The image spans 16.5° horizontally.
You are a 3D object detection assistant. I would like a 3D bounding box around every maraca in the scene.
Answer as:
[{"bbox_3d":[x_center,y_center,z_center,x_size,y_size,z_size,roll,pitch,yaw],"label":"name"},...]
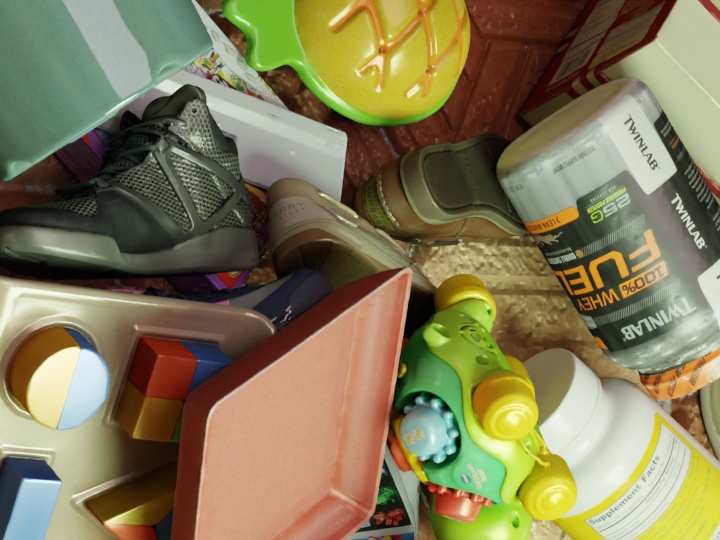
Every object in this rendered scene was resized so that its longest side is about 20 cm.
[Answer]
[{"bbox_3d":[-0.008,-0.170,1.657,0.199,0.107,0.138,16,72,-36],"label":"maraca"}]

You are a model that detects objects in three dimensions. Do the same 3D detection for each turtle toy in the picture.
[{"bbox_3d":[0.072,0.110,1.610,0.146,0.101,0.201,-110,175,-54],"label":"turtle toy"}]

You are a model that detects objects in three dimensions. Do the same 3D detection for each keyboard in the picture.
[{"bbox_3d":[-0.088,-0.090,1.587,0.199,0.011,0.057,19,74,-35],"label":"keyboard"}]

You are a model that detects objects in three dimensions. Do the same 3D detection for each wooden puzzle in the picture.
[{"bbox_3d":[-0.156,0.103,1.445,0.199,0.046,0.186,10,109,-30],"label":"wooden puzzle"}]

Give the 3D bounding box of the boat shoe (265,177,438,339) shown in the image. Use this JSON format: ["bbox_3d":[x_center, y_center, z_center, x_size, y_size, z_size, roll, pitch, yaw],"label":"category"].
[{"bbox_3d":[0.000,0.000,1.635,0.200,0.072,0.065,37,29,-52],"label":"boat shoe"}]

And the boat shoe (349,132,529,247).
[{"bbox_3d":[0.060,-0.053,1.716,0.200,0.068,0.072,7,64,-59],"label":"boat shoe"}]

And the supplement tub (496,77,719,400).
[{"bbox_3d":[0.190,-0.020,1.706,0.122,0.122,0.201,-40,101,-38],"label":"supplement tub"}]

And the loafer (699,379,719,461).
[{"bbox_3d":[0.312,0.139,1.879,0.075,0.068,0.201,-9,86,-40],"label":"loafer"}]

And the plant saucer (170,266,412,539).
[{"bbox_3d":[-0.050,0.110,1.491,0.200,0.037,0.201,-34,142,-45],"label":"plant saucer"}]

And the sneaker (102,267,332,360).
[{"bbox_3d":[-0.114,0.033,1.518,0.199,0.070,0.082,-29,87,-19],"label":"sneaker"}]

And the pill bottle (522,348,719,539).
[{"bbox_3d":[0.183,0.145,1.744,0.200,0.111,0.112,43,57,-25],"label":"pill bottle"}]

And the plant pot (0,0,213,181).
[{"bbox_3d":[-0.196,-0.170,1.426,0.200,0.200,0.197,-37,97,-38],"label":"plant pot"}]

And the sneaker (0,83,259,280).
[{"bbox_3d":[-0.145,-0.051,1.484,0.199,0.076,0.115,-4,87,-44],"label":"sneaker"}]

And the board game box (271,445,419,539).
[{"bbox_3d":[-0.046,0.126,1.607,0.199,0.035,0.127,15,70,-37],"label":"board game box"}]

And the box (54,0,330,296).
[{"bbox_3d":[-0.122,-0.093,1.589,0.200,0.039,0.137,49,54,-21],"label":"box"}]

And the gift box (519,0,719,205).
[{"bbox_3d":[0.244,-0.115,1.814,0.187,0.184,0.200,42,59,-15],"label":"gift box"}]
